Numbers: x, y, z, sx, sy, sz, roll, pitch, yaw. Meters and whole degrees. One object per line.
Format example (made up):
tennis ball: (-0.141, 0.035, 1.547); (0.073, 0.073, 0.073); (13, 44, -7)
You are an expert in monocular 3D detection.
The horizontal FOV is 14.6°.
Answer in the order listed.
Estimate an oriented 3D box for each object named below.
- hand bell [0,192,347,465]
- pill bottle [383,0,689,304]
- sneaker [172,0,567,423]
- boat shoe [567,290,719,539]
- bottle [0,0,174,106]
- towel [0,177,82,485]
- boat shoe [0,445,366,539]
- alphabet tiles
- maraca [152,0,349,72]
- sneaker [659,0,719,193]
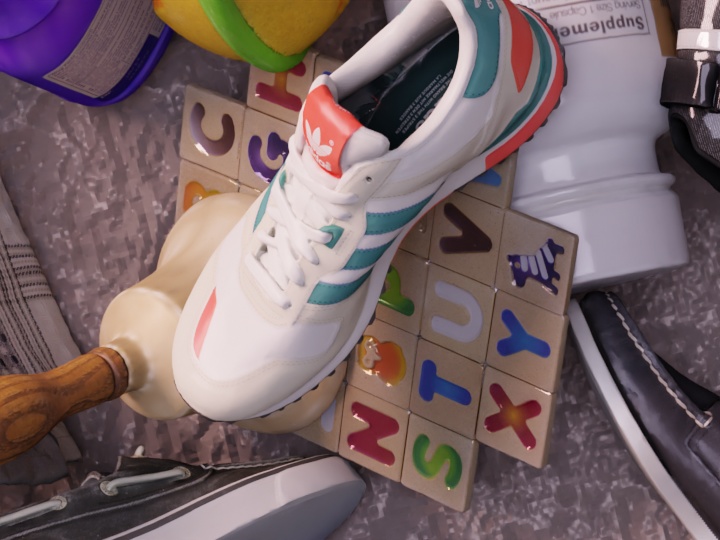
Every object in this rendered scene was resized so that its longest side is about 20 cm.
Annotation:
hand bell: (-0.106, 0.044, 1.104); (0.104, 0.200, 0.105); (15, 114, 36)
pill bottle: (0.070, -0.091, 1.136); (0.114, 0.114, 0.201); (-12, 86, 8)
sneaker: (-0.013, -0.032, 1.044); (0.200, 0.093, 0.070); (-47, 63, 7)
boat shoe: (0.152, 0.087, 1.138); (0.060, 0.074, 0.200); (-32, 86, 6)
bottle: (-0.129, -0.117, 1.124); (0.065, 0.200, 0.084); (26, 93, 13)
towel: (-0.177, -0.003, 1.134); (0.034, 0.192, 0.201); (-23, 84, 15)
boat shoe: (-0.086, 0.102, 1.134); (0.064, 0.200, 0.071); (53, 137, 24)
alphabet tiles: (0.000, 0.000, 1.139); (0.200, 0.006, 0.167); (23, 119, 33)
maraca: (-0.049, -0.174, 1.096); (0.107, 0.137, 0.201); (-11, 71, 17)
sneaker: (0.204, -0.055, 1.113); (0.199, 0.073, 0.112); (19, 89, -18)
